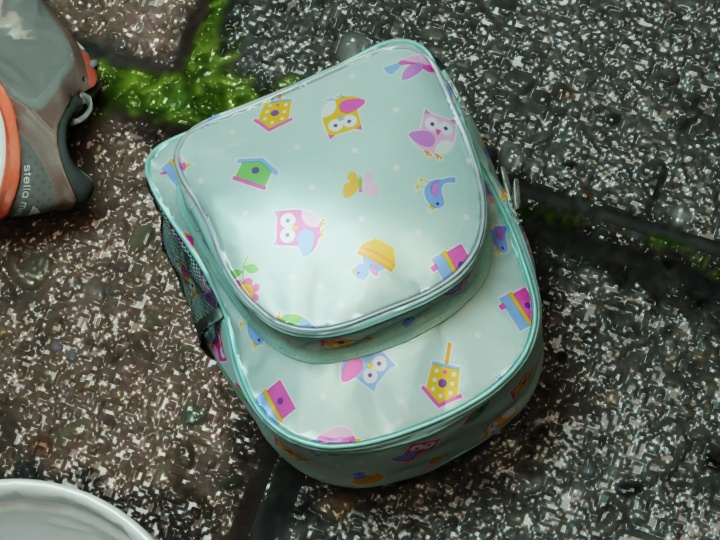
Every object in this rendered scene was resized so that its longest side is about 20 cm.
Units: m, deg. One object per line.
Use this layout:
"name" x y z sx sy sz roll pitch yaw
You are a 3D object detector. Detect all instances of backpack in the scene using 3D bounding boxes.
"backpack" 0.000 0.000 1.139 0.175 0.153 0.201 -23 77 -7

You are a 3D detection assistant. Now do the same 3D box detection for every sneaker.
"sneaker" -0.184 -0.112 1.249 0.081 0.077 0.202 4 62 -26

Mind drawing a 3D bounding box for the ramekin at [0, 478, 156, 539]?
"ramekin" -0.162 0.211 1.107 0.198 0.105 0.202 -2 71 6
